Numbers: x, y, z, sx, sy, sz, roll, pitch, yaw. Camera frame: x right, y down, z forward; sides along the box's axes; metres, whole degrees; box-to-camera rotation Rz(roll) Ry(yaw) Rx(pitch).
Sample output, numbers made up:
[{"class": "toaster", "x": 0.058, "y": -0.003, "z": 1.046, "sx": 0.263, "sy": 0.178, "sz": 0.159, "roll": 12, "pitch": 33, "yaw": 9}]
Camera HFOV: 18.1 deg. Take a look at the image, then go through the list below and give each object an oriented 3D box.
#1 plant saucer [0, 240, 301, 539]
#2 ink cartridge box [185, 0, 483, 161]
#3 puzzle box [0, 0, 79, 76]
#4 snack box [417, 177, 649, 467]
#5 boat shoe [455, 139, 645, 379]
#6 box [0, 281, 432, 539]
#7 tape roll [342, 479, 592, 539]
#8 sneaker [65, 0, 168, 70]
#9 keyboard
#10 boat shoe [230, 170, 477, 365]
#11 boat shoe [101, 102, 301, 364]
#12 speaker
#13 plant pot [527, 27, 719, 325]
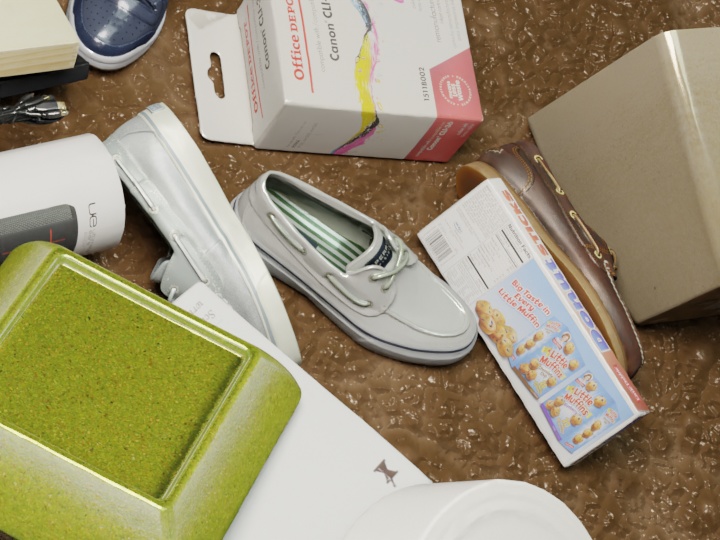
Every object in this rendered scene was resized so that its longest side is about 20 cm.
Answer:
[{"class": "plant saucer", "x": -0.148, "y": 0.073, "z": 1.300, "sx": 0.199, "sy": 0.048, "sz": 0.200, "roll": 27, "pitch": 44, "yaw": 2}, {"class": "ink cartridge box", "x": -0.020, "y": -0.150, "z": 1.644, "sx": 0.199, "sy": 0.068, "sz": 0.117, "roll": 2, "pitch": 63, "yaw": -25}, {"class": "puzzle box", "x": -0.300, "y": -0.173, "z": 1.486, "sx": 0.199, "sy": 0.025, "sz": 0.133, "roll": -10, "pitch": 52, "yaw": -29}, {"class": "snack box", "x": 0.121, "y": 0.036, "z": 1.609, "sx": 0.201, "sy": 0.072, "sz": 0.024, "roll": 58, "pitch": 25, "yaw": 12}, {"class": "boat shoe", "x": 0.151, "y": -0.009, "z": 1.649, "sx": 0.070, "sy": 0.070, "sz": 0.201, "roll": -24, "pitch": 76, "yaw": -32}, {"class": "box", "x": -0.100, "y": 0.155, "z": 1.395, "sx": 0.200, "sy": 0.131, "sz": 0.199, "roll": 41, "pitch": 54, "yaw": 6}, {"class": "tape roll", "x": 0.066, "y": 0.227, "z": 1.350, "sx": 0.202, "sy": 0.071, "sz": 0.204, "roll": 9, "pitch": 78, "yaw": -44}, {"class": "sneaker", "x": -0.141, "y": -0.238, "z": 1.609, "sx": 0.070, "sy": 0.109, "sz": 0.200, "roll": 33, "pitch": 55, "yaw": -5}, {"class": "keyboard", "x": -0.272, "y": -0.117, "z": 1.498, "sx": 0.199, "sy": 0.021, "sz": 0.127, "roll": -16, "pitch": 37, "yaw": -30}, {"class": "boat shoe", "x": 0.000, "y": 0.000, "z": 1.574, "sx": 0.199, "sy": 0.067, "sz": 0.074, "roll": 27, "pitch": 56, "yaw": -11}, {"class": "boat shoe", "x": -0.111, "y": -0.012, "z": 1.527, "sx": 0.071, "sy": 0.070, "sz": 0.201, "roll": -30, "pitch": 95, "yaw": -6}, {"class": "speaker", "x": -0.254, "y": -0.032, "z": 1.463, "sx": 0.199, "sy": 0.081, "sz": 0.082, "roll": -14, "pitch": 71, "yaw": -31}, {"class": "plant pot", "x": 0.271, "y": -0.065, "z": 1.673, "sx": 0.199, "sy": 0.200, "sz": 0.178, "roll": -7, "pitch": 78, "yaw": -28}]
